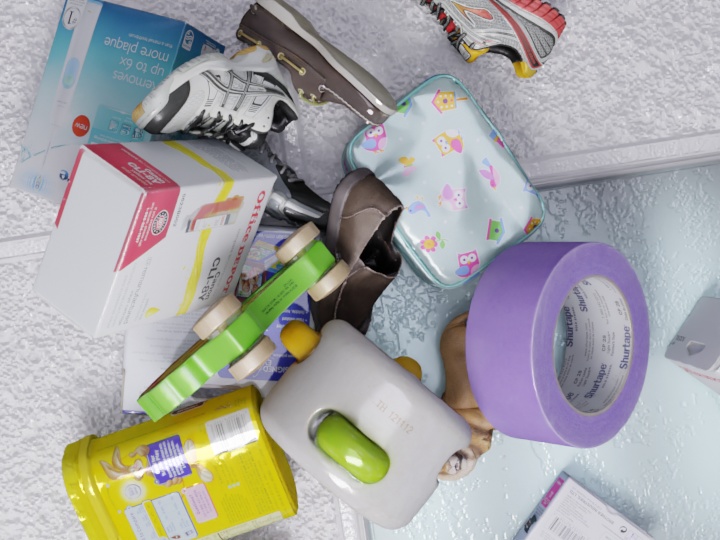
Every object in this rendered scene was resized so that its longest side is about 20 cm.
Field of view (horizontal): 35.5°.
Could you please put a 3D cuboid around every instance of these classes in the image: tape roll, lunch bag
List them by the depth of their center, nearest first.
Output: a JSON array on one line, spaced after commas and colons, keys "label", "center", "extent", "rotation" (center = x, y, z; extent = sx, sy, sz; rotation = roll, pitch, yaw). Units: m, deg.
[{"label": "tape roll", "center": [0.199, 0.072, 1.120], "extent": [0.199, 0.084, 0.203], "rotation": [-2, 93, -43]}, {"label": "lunch bag", "center": [0.079, -0.090, 1.161], "extent": [0.160, 0.077, 0.201], "rotation": [-36, 94, -1]}]

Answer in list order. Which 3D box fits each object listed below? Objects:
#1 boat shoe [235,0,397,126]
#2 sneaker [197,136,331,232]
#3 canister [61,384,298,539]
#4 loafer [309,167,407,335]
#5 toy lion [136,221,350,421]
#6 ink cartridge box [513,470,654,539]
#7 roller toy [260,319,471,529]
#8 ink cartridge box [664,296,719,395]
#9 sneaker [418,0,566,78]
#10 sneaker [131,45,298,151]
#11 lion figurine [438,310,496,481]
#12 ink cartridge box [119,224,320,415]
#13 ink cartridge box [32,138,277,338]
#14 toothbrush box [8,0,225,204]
[{"label": "boat shoe", "center": [-0.046, -0.203, 1.128], "extent": [0.200, 0.072, 0.060], "rotation": [43, 106, 18]}, {"label": "sneaker", "center": [-0.096, -0.123, 1.136], "extent": [0.198, 0.075, 0.116], "rotation": [24, 84, 9]}, {"label": "canister", "center": [-0.176, 0.211, 1.126], "extent": [0.198, 0.087, 0.150], "rotation": [-19, 112, 1]}, {"label": "loafer", "center": [0.000, 0.000, 1.119], "extent": [0.071, 0.073, 0.202], "rotation": [31, 132, 30]}, {"label": "toy lion", "center": [-0.123, 0.060, 1.073], "extent": [0.069, 0.191, 0.200], "rotation": [49, 50, -5]}, {"label": "ink cartridge box", "center": [0.208, 0.332, 1.206], "extent": [0.119, 0.042, 0.201], "rotation": [36, 87, -5]}, {"label": "roller toy", "center": [0.008, 0.140, 1.083], "extent": [0.140, 0.200, 0.182], "rotation": [-51, 131, -2]}, {"label": "ink cartridge box", "center": [0.436, 0.116, 1.162], "extent": [0.199, 0.145, 0.084], "rotation": [33, 89, -5]}, {"label": "sneaker", "center": [0.110, -0.262, 1.156], "extent": [0.198, 0.078, 0.083], "rotation": [23, 92, -5]}, {"label": "sneaker", "center": [-0.123, -0.150, 1.040], "extent": [0.075, 0.200, 0.088], "rotation": [-32, 90, 38]}, {"label": "lion figurine", "center": [0.114, 0.118, 1.182], "extent": [0.121, 0.072, 0.203], "rotation": [-1, 81, 0]}, {"label": "ink cartridge box", "center": [-0.145, 0.050, 1.167], "extent": [0.195, 0.047, 0.203], "rotation": [4, 94, -6]}, {"label": "ink cartridge box", "center": [-0.179, -0.036, 1.018], "extent": [0.083, 0.199, 0.146], "rotation": [32, 112, 21]}, {"label": "toothbrush box", "center": [-0.238, -0.151, 1.103], "extent": [0.145, 0.085, 0.202], "rotation": [19, 92, 22]}]
